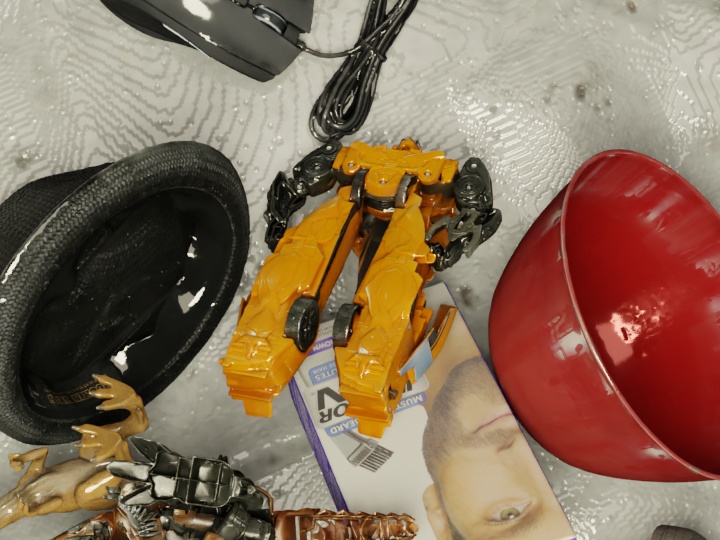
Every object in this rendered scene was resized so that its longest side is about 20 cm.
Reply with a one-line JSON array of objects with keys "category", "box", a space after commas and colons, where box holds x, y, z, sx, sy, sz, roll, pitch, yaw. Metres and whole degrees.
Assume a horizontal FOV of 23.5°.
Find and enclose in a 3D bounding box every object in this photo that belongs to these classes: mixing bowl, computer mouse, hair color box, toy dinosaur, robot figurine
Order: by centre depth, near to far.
[{"category": "toy dinosaur", "box": [-0.077, 0.136, 0.902, 0.199, 0.136, 0.103, -27, 76, 6]}, {"category": "hair color box", "box": [0.035, 0.108, 0.979, 0.109, 0.065, 0.201, -19, 49, -9]}, {"category": "toy dinosaur", "box": [-0.141, 0.116, 0.983, 0.199, 0.107, 0.061, -4, 45, -26]}, {"category": "robot figurine", "box": [0.000, 0.000, 1.005, 0.144, 0.058, 0.201, 9, 47, 19]}, {"category": "mixing bowl", "box": [0.147, 0.042, 1.011, 0.199, 0.108, 0.201, 24, 51, -35]}, {"category": "computer mouse", "box": [-0.059, -0.185, 1.072, 0.199, 0.046, 0.141, 31, 81, -1]}]

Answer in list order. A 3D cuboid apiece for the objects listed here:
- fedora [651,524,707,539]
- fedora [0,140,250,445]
[{"category": "fedora", "box": [0.187, 0.252, 0.996, 0.090, 0.177, 0.201, -25, 94, 20]}, {"category": "fedora", "box": [-0.160, -0.001, 0.996, 0.091, 0.201, 0.201, 32, 77, 31]}]
